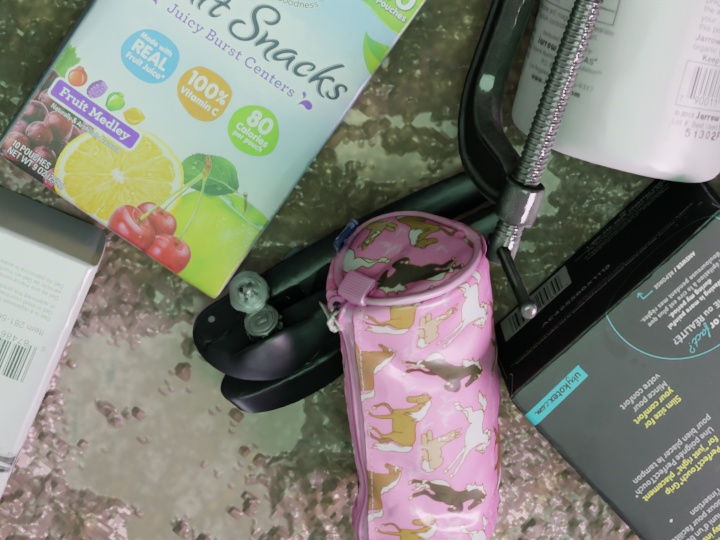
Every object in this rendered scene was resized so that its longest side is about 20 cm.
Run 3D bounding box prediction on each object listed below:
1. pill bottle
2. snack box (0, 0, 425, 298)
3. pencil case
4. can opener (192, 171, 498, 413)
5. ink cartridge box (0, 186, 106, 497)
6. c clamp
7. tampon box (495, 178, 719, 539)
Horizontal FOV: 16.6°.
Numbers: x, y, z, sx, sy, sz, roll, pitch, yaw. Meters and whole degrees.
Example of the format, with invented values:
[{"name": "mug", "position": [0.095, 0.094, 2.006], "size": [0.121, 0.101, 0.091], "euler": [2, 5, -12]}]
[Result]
[{"name": "pill bottle", "position": [0.155, -0.155, 1.251], "size": [0.114, 0.114, 0.201], "euler": [13, 103, -5]}, {"name": "snack box", "position": [-0.078, -0.108, 1.286], "size": [0.142, 0.053, 0.200], "euler": [34, 100, -10]}, {"name": "pencil case", "position": [0.029, 0.066, 1.286], "size": [0.086, 0.083, 0.201], "euler": [2, 130, 12]}, {"name": "can opener", "position": [0.000, 0.000, 1.321], "size": [0.200, 0.079, 0.064], "euler": [-34, 64, 3]}, {"name": "ink cartridge box", "position": [-0.239, 0.050, 1.303], "size": [0.146, 0.084, 0.201], "euler": [23, 102, -7]}, {"name": "c clamp", "position": [0.092, -0.098, 1.206], "size": [0.027, 0.171, 0.201], "euler": [10, 108, -18]}, {"name": "tampon box", "position": [0.190, 0.071, 1.302], "size": [0.150, 0.126, 0.200], "euler": [-42, 102, 8]}]
